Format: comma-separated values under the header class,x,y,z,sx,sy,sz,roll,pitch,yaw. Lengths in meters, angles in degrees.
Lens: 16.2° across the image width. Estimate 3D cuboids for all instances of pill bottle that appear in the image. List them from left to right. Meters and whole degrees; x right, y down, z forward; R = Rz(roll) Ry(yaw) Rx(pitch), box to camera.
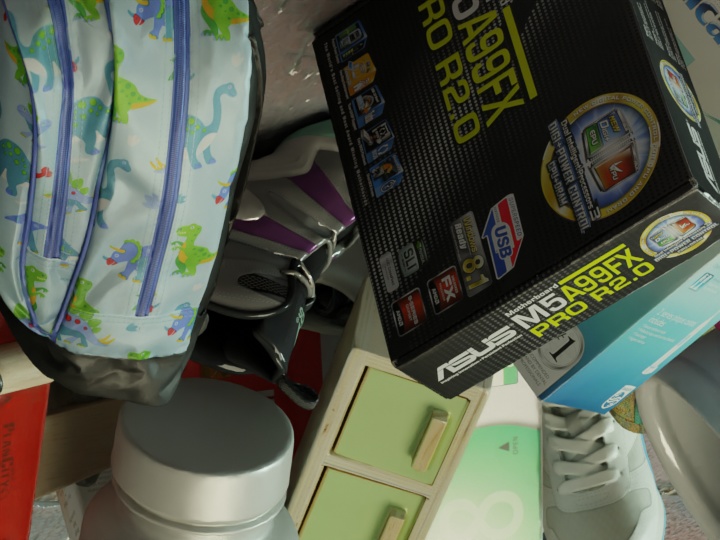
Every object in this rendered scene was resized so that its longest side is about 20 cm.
class,x,y,z,sx,sy,sz,roll,pitch,yaw
pill bottle,-0.091,0.162,1.305,0.114,0.114,0.200,-6,123,-27

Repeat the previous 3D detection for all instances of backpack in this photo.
class,x,y,z,sx,sy,sz,roll,pitch,yaw
backpack,-0.105,-0.069,1.058,0.154,0.163,0.200,12,135,-26

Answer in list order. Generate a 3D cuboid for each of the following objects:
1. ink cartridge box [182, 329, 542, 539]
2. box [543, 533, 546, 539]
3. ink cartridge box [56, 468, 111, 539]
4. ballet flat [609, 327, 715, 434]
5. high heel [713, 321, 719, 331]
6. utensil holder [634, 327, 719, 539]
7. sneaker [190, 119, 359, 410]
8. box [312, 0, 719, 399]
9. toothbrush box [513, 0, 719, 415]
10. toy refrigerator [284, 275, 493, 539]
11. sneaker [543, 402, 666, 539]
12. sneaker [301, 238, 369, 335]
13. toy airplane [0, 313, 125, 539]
class,x,y,z,sx,sy,sz,roll,pitch,yaw
ink cartridge box,0.001,0.097,1.401,0.200,0.050,0.161,-8,118,-11
box,0.039,0.221,1.756,0.200,0.123,0.198,-31,151,24
ink cartridge box,-0.080,0.168,1.474,0.162,0.200,0.050,-10,159,-21
ballet flat,0.184,0.045,1.495,0.071,0.071,0.200,-33,-177,25
high heel,0.150,-0.040,1.270,0.067,0.096,0.200,-38,114,-5
utensil holder,0.275,0.072,1.359,0.200,0.170,0.170,-34,156,-10
sneaker,-0.033,0.004,1.257,0.200,0.140,0.078,-12,152,-16
box,0.068,-0.065,1.128,0.160,0.200,0.044,-32,140,24
toothbrush box,0.133,-0.051,1.185,0.200,0.146,0.085,-40,158,15
toy refrigerator,0.005,0.107,1.336,0.076,0.070,0.200,18,126,-5
sneaker,0.131,0.096,1.500,0.076,0.200,0.081,-17,141,16
sneaker,0.000,0.000,1.356,0.200,0.071,0.073,-10,153,-20
toy airplane,-0.208,0.096,1.313,0.199,0.141,0.200,-52,139,-8
